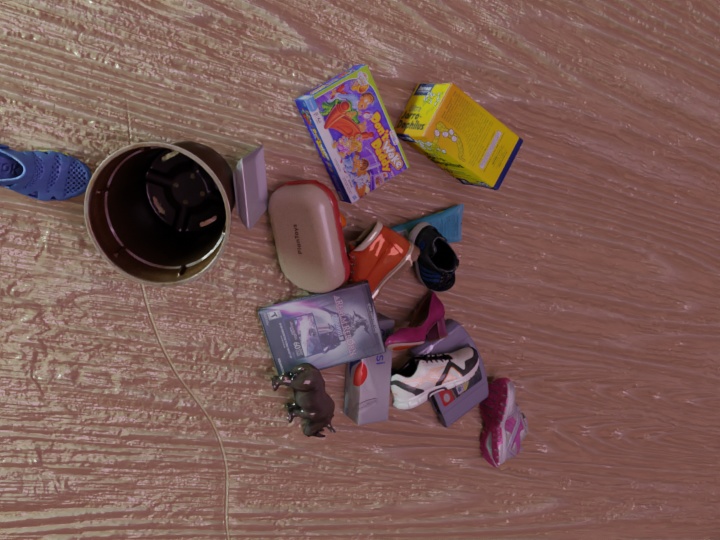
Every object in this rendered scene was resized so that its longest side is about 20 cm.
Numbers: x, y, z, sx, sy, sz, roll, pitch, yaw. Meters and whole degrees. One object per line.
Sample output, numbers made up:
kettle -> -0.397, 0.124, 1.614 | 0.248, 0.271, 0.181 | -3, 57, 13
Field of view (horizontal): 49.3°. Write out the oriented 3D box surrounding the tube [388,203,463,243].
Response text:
tube -> 0.117, -0.071, 1.486 | 0.199, 0.050, 0.078 | -15, 123, -29

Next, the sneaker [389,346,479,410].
sneaker -> 0.142, 0.191, 1.504 | 0.199, 0.074, 0.080 | -26, 110, -22

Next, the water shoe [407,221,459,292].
water shoe -> 0.146, -0.007, 1.466 | 0.072, 0.079, 0.200 | -45, 140, -8

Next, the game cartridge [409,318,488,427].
game cartridge -> 0.187, 0.206, 1.594 | 0.133, 0.041, 0.201 | -35, 116, -22

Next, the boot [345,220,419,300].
boot -> 0.000, 0.000, 1.404 | 0.107, 0.075, 0.200 | 37, 106, -21

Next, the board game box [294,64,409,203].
board game box -> -0.012, -0.239, 1.374 | 0.134, 0.045, 0.200 | -34, 115, -18

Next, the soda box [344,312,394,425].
soda box -> 0.015, 0.184, 1.476 | 0.068, 0.063, 0.201 | -2, 102, -28

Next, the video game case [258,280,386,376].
video game case -> -0.066, 0.108, 1.393 | 0.199, 0.019, 0.143 | -15, 112, 1

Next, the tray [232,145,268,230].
tray -> -0.173, -0.134, 1.239 | 0.022, 0.200, 0.108 | -4, 105, 3

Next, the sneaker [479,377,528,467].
sneaker -> 0.309, 0.315, 1.666 | 0.088, 0.081, 0.201 | -11, 115, -28

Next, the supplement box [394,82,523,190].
supplement box -> 0.180, -0.246, 1.442 | 0.200, 0.109, 0.110 | 30, 86, -30

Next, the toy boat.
toy boat -> -0.070, -0.065, 1.354 | 0.131, 0.130, 0.201 | -33, 119, -51

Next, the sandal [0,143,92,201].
sandal -> -0.482, -0.140, 1.114 | 0.199, 0.087, 0.080 | 5, 97, -32

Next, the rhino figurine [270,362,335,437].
rhino figurine -> -0.092, 0.243, 1.418 | 0.087, 0.060, 0.200 | -18, 129, 1

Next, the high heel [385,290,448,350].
high heel -> 0.096, 0.094, 1.470 | 0.200, 0.067, 0.097 | -4, 77, -59

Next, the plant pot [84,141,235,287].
plant pot -> -0.270, -0.100, 1.149 | 0.199, 0.198, 0.201 | 1, 107, 2
